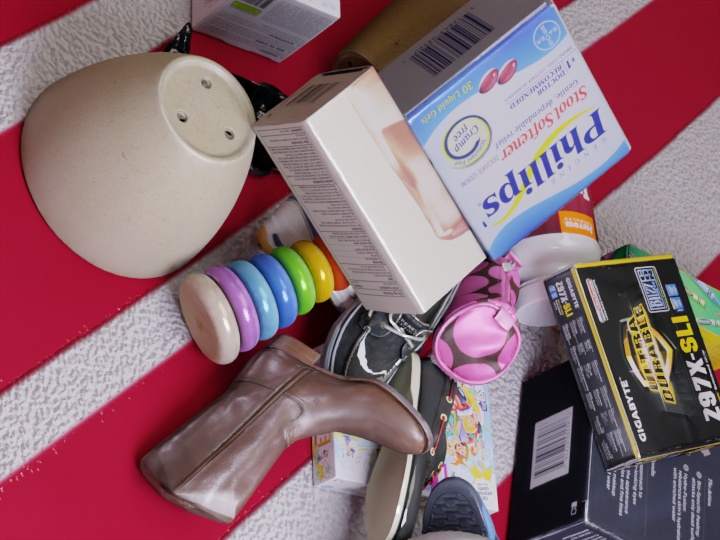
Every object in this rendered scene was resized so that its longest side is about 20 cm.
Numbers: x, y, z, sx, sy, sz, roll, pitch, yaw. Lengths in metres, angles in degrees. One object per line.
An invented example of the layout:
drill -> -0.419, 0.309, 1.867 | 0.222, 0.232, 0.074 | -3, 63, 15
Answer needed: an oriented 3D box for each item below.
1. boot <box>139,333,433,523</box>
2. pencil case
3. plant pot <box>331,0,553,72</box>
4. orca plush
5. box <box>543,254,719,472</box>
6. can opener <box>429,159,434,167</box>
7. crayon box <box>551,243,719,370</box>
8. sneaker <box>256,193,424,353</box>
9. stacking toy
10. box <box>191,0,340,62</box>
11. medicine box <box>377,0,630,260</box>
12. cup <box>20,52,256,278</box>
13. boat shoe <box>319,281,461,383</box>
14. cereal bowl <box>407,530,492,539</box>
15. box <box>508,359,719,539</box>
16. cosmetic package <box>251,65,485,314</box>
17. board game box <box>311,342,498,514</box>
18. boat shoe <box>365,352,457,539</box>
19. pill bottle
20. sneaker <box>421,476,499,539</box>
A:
boot -> -0.063, 0.158, 1.537 | 0.186, 0.064, 0.200 | 26, 47, 23
pencil case -> 0.115, 0.040, 1.742 | 0.091, 0.094, 0.200 | 55, 12, -12
plant pot -> 0.074, -0.213, 1.855 | 0.200, 0.186, 0.186 | -26, 87, -31
orca plush -> -0.094, -0.165, 1.732 | 0.200, 0.071, 0.105 | 46, 45, -14
box -> 0.276, 0.088, 1.786 | 0.160, 0.049, 0.200 | -4, 72, -44
can opener -> 0.025, -0.069, 1.715 | 0.079, 0.200, 0.063 | 15, 84, -16
crayon box -> 0.316, 0.051, 1.957 | 0.200, 0.119, 0.058 | 26, 53, -31
sneaker -> 0.000, 0.000, 1.706 | 0.200, 0.075, 0.088 | 40, 88, -22
stacking toy -> -0.056, 0.009, 1.617 | 0.200, 0.085, 0.085 | -24, 85, -23
box -> -0.094, -0.327, 1.794 | 0.112, 0.101, 0.200 | 17, 58, -35
medicine box -> 0.134, -0.148, 1.762 | 0.182, 0.103, 0.200 | -39, 125, -5
cup -> -0.173, -0.112, 1.581 | 0.200, 0.143, 0.200 | 20, 56, -33
boat shoe -> 0.031, 0.043, 1.650 | 0.072, 0.071, 0.200 | 38, 70, -22
cereal bowl -> 0.062, 0.318, 1.583 | 0.200, 0.083, 0.200 | -6, 103, -25
box -> 0.263, 0.216, 1.824 | 0.200, 0.117, 0.197 | 29, 51, -27
cosmetic package -> 0.008, -0.068, 1.560 | 0.087, 0.103, 0.200 | -40, 111, -24
board game box -> 0.042, 0.153, 1.716 | 0.200, 0.034, 0.135 | 16, 59, -36
boat shoe -> 0.049, 0.165, 1.638 | 0.063, 0.074, 0.201 | 27, 48, -20
pill bottle -> 0.190, -0.049, 1.899 | 0.113, 0.113, 0.200 | 11, 61, -38
sneaker -> 0.107, 0.276, 1.671 | 0.078, 0.066, 0.200 | -44, 120, -64
